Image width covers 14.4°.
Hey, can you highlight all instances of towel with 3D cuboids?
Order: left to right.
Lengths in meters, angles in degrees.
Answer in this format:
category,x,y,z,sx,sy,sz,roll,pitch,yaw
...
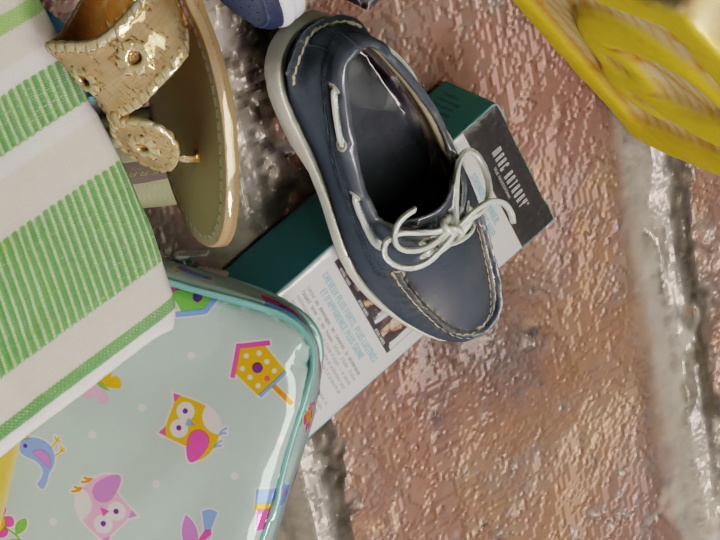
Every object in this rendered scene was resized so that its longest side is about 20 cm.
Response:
category,x,y,z,sx,sy,sz,roll,pitch,yaw
towel,-0.164,-0.033,1.187,0.152,0.023,0.200,-38,107,-39

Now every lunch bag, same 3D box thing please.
category,x,y,z,sx,sy,sz,roll,pitch,yaw
lunch bag,-0.110,0.085,1.338,0.160,0.077,0.201,17,97,2

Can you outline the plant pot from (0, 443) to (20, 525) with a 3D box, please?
category,x,y,z,sx,sy,sz,roll,pitch,yaw
plant pot,-0.236,0.106,1.228,0.201,0.200,0.189,39,68,-39

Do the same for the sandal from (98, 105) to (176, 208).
category,x,y,z,sx,sy,sz,roll,pitch,yaw
sandal,-0.142,-0.029,1.260,0.200,0.057,0.080,-12,157,-27

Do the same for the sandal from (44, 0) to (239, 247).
category,x,y,z,sx,sy,sz,roll,pitch,yaw
sandal,-0.103,-0.111,1.212,0.069,0.078,0.213,-10,101,-27

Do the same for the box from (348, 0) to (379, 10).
category,x,y,z,sx,sy,sz,roll,pitch,yaw
box,0.017,-0.256,1.276,0.198,0.050,0.200,-42,126,-12

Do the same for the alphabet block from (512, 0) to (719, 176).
category,x,y,z,sx,sy,sz,roll,pitch,yaw
alphabet block,0.208,-0.168,1.429,0.200,0.195,0.196,-53,127,-8

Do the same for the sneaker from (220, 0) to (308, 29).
category,x,y,z,sx,sy,sz,roll,pitch,yaw
sneaker,-0.113,-0.159,1.275,0.109,0.070,0.200,-48,122,-16

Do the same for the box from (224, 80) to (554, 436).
category,x,y,z,sx,sy,sz,roll,pitch,yaw
box,0.000,0.000,1.436,0.200,0.049,0.082,-41,127,-16

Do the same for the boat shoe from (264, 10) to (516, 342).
category,x,y,z,sx,sy,sz,roll,pitch,yaw
boat shoe,0.024,-0.039,1.367,0.075,0.062,0.200,-39,123,-21

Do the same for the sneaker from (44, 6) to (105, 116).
category,x,y,z,sx,sy,sz,roll,pitch,yaw
sneaker,-0.196,-0.085,1.253,0.200,0.077,0.081,10,125,-42
